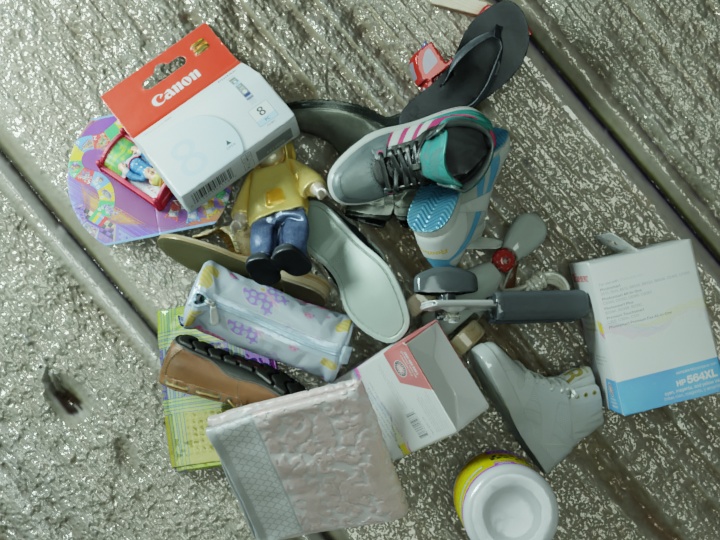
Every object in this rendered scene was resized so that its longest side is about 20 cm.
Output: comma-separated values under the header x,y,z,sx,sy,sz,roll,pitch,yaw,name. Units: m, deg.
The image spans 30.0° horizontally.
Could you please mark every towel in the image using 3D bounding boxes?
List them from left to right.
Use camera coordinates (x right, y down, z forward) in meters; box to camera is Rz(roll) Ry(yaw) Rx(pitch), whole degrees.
x,y,z,sx,sy,sz,roll,pitch,yaw,name
-0.166,0.138,1.598,0.142,0.023,0.203,-8,89,0,towel
-0.059,0.224,1.531,0.189,0.032,0.201,-14,123,8,towel

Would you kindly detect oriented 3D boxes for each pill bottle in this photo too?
x,y,z,sx,sy,sz,roll,pitch,yaw,name
0.158,0.259,1.512,0.103,0.200,0.106,0,89,-1,pill bottle

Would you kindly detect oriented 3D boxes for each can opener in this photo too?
x,y,z,sx,sy,sz,roll,pitch,yaw,name
0.159,0.031,1.508,0.198,0.053,0.067,3,80,-13,can opener

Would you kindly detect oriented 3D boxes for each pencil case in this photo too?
x,y,z,sx,sy,sz,roll,pitch,yaw,name
-0.105,0.058,1.544,0.198,0.091,0.084,22,77,-6,pencil case

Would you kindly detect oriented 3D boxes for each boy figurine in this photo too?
x,y,z,sx,sy,sz,roll,pitch,yaw,name
-0.092,-0.085,1.536,0.123,0.065,0.202,-15,56,17,boy figurine

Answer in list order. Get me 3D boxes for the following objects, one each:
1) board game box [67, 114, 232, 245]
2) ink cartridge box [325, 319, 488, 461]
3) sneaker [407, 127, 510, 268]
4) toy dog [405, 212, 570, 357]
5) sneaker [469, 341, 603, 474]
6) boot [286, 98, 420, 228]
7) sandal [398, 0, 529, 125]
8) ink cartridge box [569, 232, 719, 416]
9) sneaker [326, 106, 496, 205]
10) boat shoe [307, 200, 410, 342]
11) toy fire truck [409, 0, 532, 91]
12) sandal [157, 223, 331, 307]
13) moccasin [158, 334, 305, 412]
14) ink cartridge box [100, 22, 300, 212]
x,y,z,sx,sy,sz,roll,pitch,yaw,name
-0.249,-0.122,1.570,0.198,0.039,0.160,-11,77,-1,board game box
0.039,0.150,1.547,0.067,0.199,0.117,-31,90,-42,ink cartridge box
0.118,-0.090,1.560,0.076,0.081,0.201,10,50,33,sneaker
0.136,0.020,1.582,0.198,0.096,0.133,-22,87,-16,toy dog
0.210,0.132,1.556,0.115,0.074,0.201,-37,123,-5,sneaker
-0.004,-0.123,1.572,0.198,0.068,0.132,10,83,-3,boot
0.126,-0.222,1.541,0.076,0.043,0.201,39,87,-3,sandal
0.325,0.050,1.551,0.124,0.129,0.202,-12,90,-1,ink cartridge box
0.065,-0.117,1.473,0.198,0.121,0.084,-25,107,-6,sneaker
0.000,0.000,1.550,0.075,0.060,0.201,-39,69,15,boat shoe
0.128,-0.306,1.590,0.199,0.049,0.142,-33,90,0,toy fire truck
-0.128,-0.024,1.583,0.210,0.078,0.070,19,64,4,sandal
-0.137,0.145,1.552,0.199,0.074,0.078,21,103,-4,moccasin
-0.189,-0.187,1.541,0.159,0.047,0.200,-36,68,-9,ink cartridge box
